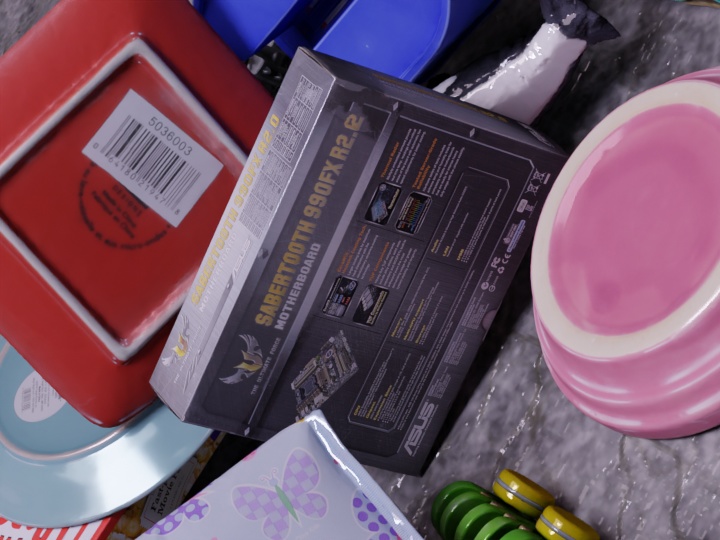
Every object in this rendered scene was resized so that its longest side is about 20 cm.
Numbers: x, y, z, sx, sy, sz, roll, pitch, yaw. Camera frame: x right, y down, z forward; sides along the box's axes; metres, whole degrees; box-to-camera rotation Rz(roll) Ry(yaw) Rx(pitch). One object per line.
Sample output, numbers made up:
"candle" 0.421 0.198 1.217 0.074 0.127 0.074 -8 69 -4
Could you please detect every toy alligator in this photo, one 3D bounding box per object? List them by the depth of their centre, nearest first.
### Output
"toy alligator" 0.085 0.147 1.182 0.059 0.054 0.200 -59 36 6

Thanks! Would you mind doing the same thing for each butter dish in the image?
"butter dish" -0.147 -0.050 1.379 0.199 0.200 0.148 -44 19 -7

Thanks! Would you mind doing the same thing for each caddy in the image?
"caddy" 0.000 -0.167 1.351 0.200 0.141 0.105 -45 4 45

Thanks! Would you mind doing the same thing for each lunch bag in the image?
"lunch bag" -0.025 0.202 1.183 0.169 0.127 0.200 -38 70 -10

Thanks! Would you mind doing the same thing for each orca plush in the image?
"orca plush" 0.047 -0.093 1.336 0.200 0.105 0.071 -57 38 31

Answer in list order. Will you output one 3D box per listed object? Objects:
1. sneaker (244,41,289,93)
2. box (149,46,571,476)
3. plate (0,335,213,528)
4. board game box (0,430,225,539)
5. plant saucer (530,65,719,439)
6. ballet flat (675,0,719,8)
"sneaker" -0.062 -0.206 1.588 0.090 0.066 0.200 25 90 51
"box" 0.000 0.000 1.278 0.048 0.158 0.200 43 113 54
"plate" -0.155 0.058 1.418 0.200 0.026 0.201 -18 48 20
"board game box" -0.183 0.135 1.426 0.151 0.046 0.200 14 65 41
"plant saucer" 0.157 -0.017 1.217 0.200 0.051 0.201 -28 49 37
"ballet flat" 0.187 -0.173 1.285 0.063 0.069 0.200 -38 36 -15
